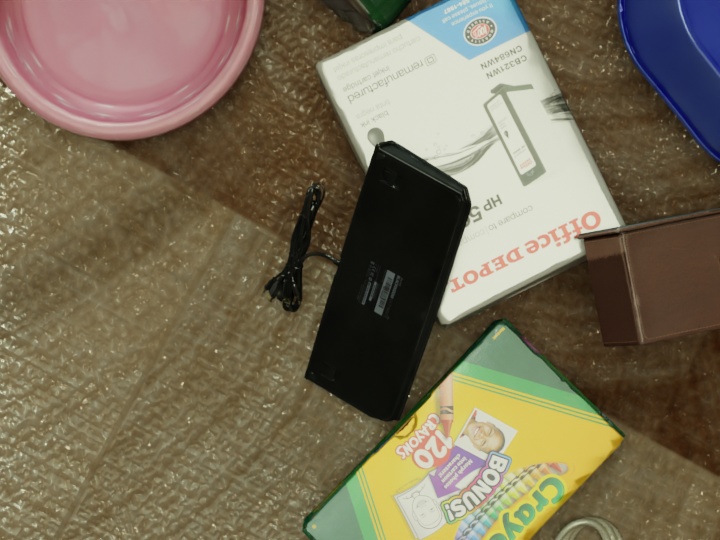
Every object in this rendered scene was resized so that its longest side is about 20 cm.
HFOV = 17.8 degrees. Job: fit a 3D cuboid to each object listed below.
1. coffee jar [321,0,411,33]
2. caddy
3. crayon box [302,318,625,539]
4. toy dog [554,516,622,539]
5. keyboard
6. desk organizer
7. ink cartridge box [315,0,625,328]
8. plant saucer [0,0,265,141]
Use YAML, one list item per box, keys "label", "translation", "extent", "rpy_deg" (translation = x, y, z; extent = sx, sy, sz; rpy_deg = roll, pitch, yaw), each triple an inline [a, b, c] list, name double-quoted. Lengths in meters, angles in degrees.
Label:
- label: "coffee jar"
  translation: [0.040, -0.265, 1.575]
  extent: [0.200, 0.085, 0.104]
  rpy_deg: [-48, 111, -9]
- label: "caddy"
  translation: [0.266, -0.159, 1.572]
  extent: [0.141, 0.105, 0.200]
  rpy_deg: [-43, 100, -16]
- label: "crayon box"
  translation: [0.070, 0.145, 1.580]
  extent: [0.119, 0.058, 0.200]
  rpy_deg: [44, 88, 0]
- label: "toy dog"
  translation: [0.169, 0.272, 1.556]
  extent: [0.132, 0.096, 0.200]
  rpy_deg: [23, 88, 1]
- label: "keyboard"
  translation: [0.000, 0.000, 1.555]
  extent: [0.127, 0.021, 0.200]
  rpy_deg: [30, 124, 18]
- label: "desk organizer"
  translation: [0.253, -0.006, 1.521]
  extent: [0.199, 0.072, 0.077]
  rpy_deg: [-11, 90, -16]
- label: "ink cartridge box"
  translation: [0.077, -0.080, 1.580]
  extent: [0.146, 0.084, 0.200]
  rpy_deg: [-27, 87, 0]
- label: "plant saucer"
  translation: [-0.165, -0.189, 1.605]
  extent: [0.200, 0.051, 0.201]
  rpy_deg: [0, 87, 1]
